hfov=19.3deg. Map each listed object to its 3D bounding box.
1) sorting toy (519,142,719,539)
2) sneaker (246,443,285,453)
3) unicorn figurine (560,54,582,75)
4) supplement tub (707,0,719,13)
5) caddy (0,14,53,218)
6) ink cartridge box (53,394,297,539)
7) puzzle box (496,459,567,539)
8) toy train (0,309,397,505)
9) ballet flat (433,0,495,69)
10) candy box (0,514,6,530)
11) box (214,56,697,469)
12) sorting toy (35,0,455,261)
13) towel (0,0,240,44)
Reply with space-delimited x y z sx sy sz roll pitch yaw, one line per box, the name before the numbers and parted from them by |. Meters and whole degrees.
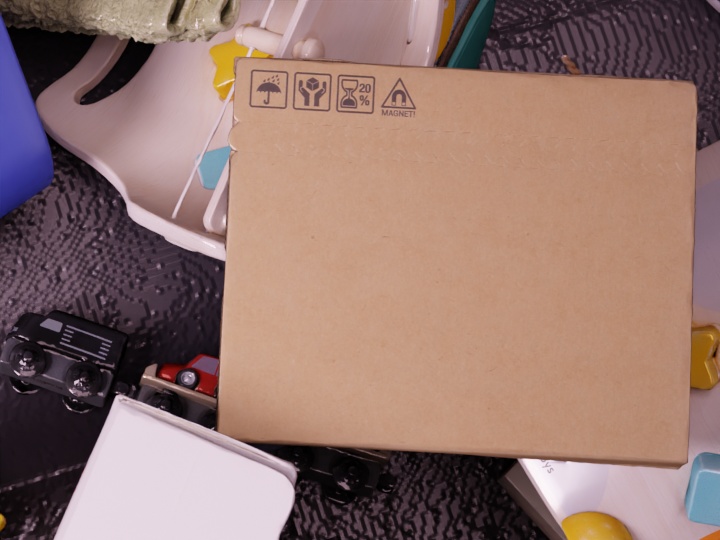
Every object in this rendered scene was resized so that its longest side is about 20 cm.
sorting toy | 0.153 0.032 0.943 0.180 0.107 0.201 -37 77 21
sneaker | 0.000 0.000 0.940 0.200 0.066 0.079 -42 106 -20
unicorn figurine | 0.189 -0.019 1.029 0.198 0.074 0.138 3 59 -13
supplement tub | 0.242 -0.202 1.023 0.143 0.200 0.146 2 79 -9
caddy | -0.221 -0.089 0.940 0.105 0.201 0.141 -31 44 -17
ink cartridge box | -0.097 0.144 0.906 0.083 0.200 0.146 22 77 -4
puzzle box | 0.182 0.084 1.049 0.200 0.025 0.133 -42 86 -13
toy train | -0.074 0.063 1.012 0.199 0.034 0.046 20 65 -4
ballet flat | 0.009 -0.058 1.032 0.074 0.074 0.201 19 74 -5
candy box | -0.264 0.163 0.967 0.102 0.026 0.200 37 76 3
box | 0.041 -0.004 0.889 0.198 0.021 0.165 3 83 -2
sorting toy | -0.066 -0.106 0.996 0.179 0.107 0.201 20 82 32
towel | -0.115 -0.176 0.992 0.199 0.036 0.149 11 75 39
